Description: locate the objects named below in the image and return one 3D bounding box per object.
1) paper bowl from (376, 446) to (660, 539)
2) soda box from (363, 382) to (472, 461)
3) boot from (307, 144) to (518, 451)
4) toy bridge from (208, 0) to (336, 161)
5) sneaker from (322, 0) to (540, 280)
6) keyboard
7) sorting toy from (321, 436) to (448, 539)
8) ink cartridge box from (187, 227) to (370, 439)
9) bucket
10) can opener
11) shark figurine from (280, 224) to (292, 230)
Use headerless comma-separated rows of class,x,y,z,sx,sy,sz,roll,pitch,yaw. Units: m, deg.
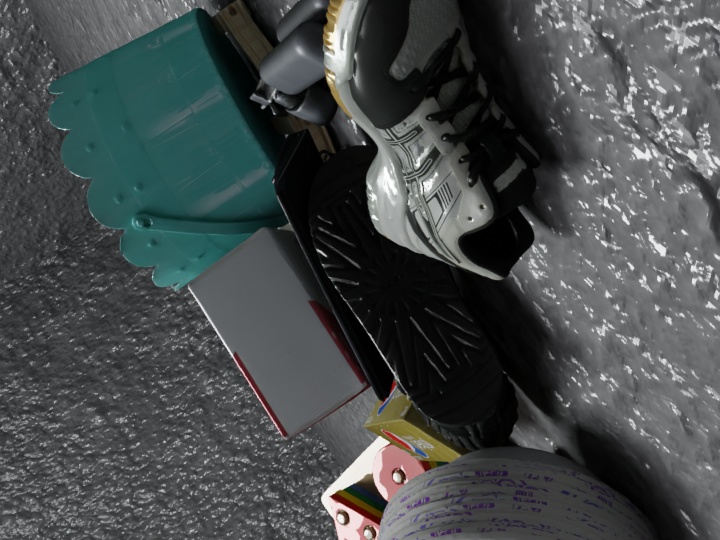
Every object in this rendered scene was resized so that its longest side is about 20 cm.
paper bowl,0.110,0.202,0.679,0.202,0.199,0.105,63,-150,-34
soda box,0.059,0.122,0.846,0.067,0.064,0.200,31,166,-2
boot,0.039,0.027,0.687,0.213,0.079,0.158,66,-174,17
toy bridge,-0.051,-0.119,0.766,0.201,0.027,0.067,60,167,-15
sneaker,0.045,-0.069,0.448,0.087,0.076,0.201,31,161,27
keyboard,-0.011,-0.013,0.723,0.128,0.020,0.201,-69,-38,-52
sorting toy,0.055,0.275,1.034,0.199,0.200,0.069,51,-147,18
ink cartridge box,-0.045,0.047,0.828,0.148,0.083,0.200,57,-171,7
bucket,-0.141,-0.101,0.796,0.208,0.134,0.207,60,-172,-14
can opener,-0.026,-0.131,0.617,0.066,0.054,0.200,24,176,-16
shark figurine,-0.059,-0.009,0.986,0.089,0.127,0.216,-43,63,54
